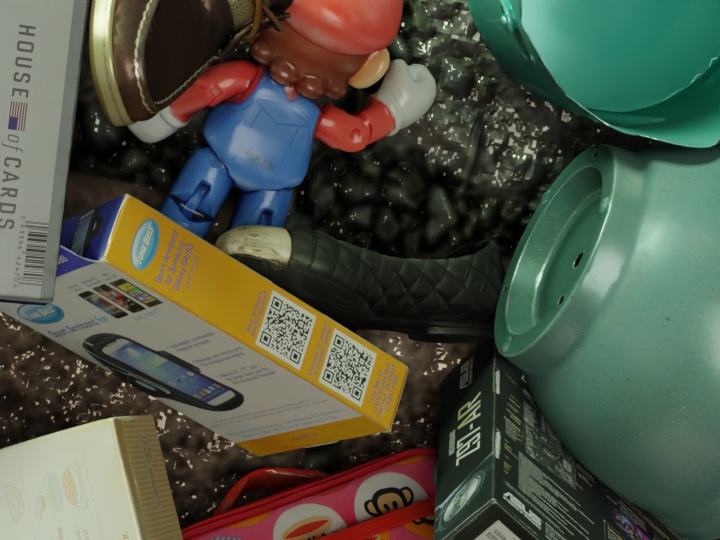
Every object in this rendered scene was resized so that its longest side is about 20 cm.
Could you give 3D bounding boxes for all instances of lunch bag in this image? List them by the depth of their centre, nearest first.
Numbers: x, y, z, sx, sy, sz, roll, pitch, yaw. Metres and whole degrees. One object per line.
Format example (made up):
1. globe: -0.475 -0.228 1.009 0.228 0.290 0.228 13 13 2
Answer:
1. lunch bag: -0.011 0.176 0.969 0.198 0.082 0.177 -17 62 -25

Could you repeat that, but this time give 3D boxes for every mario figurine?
1. mario figurine: -0.043 -0.084 0.974 0.123 0.106 0.201 16 107 -51

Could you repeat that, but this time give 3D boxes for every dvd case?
1. dvd case: -0.215 -0.069 0.783 0.198 0.025 0.152 6 95 -28

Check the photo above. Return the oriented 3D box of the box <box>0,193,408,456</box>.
1. box: -0.088 0.026 0.921 0.199 0.119 0.042 35 61 -27

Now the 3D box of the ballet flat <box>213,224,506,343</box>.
1. ballet flat: 0.000 0.000 0.967 0.199 0.066 0.058 12 72 -45

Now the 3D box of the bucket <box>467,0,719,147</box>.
1. bucket: 0.152 -0.164 0.966 0.205 0.135 0.210 -2 98 -15

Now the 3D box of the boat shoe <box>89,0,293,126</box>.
1. boat shoe: -0.063 -0.140 0.872 0.071 0.201 0.073 4 130 20

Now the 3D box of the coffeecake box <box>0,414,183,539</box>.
1. coffeecake box: -0.178 0.167 0.871 0.198 0.073 0.155 -16 84 7

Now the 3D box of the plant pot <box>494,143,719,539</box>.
1. plant pot: 0.151 0.017 0.962 0.133 0.200 0.202 26 91 -13

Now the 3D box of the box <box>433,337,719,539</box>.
1. box: 0.124 0.146 0.990 0.200 0.161 0.043 42 113 -17
